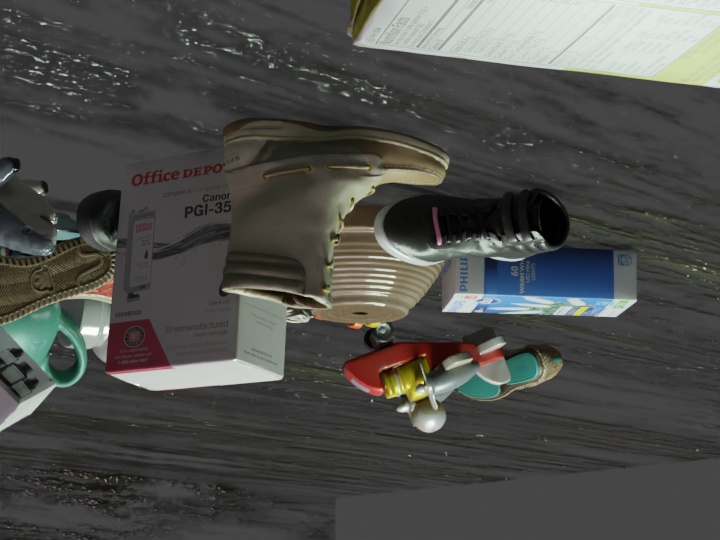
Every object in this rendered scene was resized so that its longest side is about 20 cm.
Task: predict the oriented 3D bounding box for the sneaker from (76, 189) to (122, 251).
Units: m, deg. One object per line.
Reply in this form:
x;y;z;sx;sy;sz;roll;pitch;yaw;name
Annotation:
-0.176;-0.046;1.725;0.104;0.060;0.199;-6;171;30;sneaker

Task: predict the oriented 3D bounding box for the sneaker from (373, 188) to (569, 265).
0.113;-0.047;1.691;0.199;0.071;0.099;2;166;-34;sneaker

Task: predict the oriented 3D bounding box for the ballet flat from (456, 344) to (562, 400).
0.212;0.144;2.508;0.065;0.071;0.199;-8;178;-36;ballet flat

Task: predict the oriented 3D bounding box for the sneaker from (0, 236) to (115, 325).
-0.343;0.012;1.710;0.199;0.071;0.108;-14;-175;-35;sneaker

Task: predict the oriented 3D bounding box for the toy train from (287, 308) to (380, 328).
-0.036;0.021;2.008;0.149;0.056;0.200;7;169;-2;toy train

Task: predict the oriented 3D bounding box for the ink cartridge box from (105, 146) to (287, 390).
-0.144;-0.002;1.596;0.146;0.202;0.083;-7;161;29;ink cartridge box

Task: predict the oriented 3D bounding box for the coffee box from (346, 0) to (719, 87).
0.111;-0.206;0.714;0.196;0.201;0.200;4;167;-13;coffee box

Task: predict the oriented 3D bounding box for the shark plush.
-0.376;-0.053;1.634;0.198;0.084;0.091;1;167;-3;shark plush

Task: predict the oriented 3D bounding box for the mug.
-0.389;0.046;1.921;0.184;0.152;0.115;6;123;-48;mug

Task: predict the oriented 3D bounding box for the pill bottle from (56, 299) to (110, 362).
-0.242;0.056;2.039;0.199;0.113;0.112;8;165;-32;pill bottle

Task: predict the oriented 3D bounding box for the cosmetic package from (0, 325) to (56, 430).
-0.387;0.061;1.695;0.051;0.200;0.083;-46;176;17;cosmetic package

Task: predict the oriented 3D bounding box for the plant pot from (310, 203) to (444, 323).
0.000;0.000;1.835;0.199;0.093;0.201;0;166;0;plant pot

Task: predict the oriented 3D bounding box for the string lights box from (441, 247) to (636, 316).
0.193;0.011;1.947;0.198;0.059;0.103;2;168;-4;string lights box

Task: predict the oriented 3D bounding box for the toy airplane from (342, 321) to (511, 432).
0.101;0.141;2.326;0.198;0.142;0.199;-10;163;35;toy airplane

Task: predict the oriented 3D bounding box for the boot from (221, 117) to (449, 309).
-0.021;-0.043;1.509;0.199;0.156;0.072;5;166;-17;boot

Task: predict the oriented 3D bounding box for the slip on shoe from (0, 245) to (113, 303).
-0.290;-0.005;1.904;0.199;0.074;0.061;12;131;-25;slip on shoe

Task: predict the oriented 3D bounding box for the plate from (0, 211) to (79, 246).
-0.355;-0.043;1.762;0.199;0.026;0.200;0;177;0;plate
